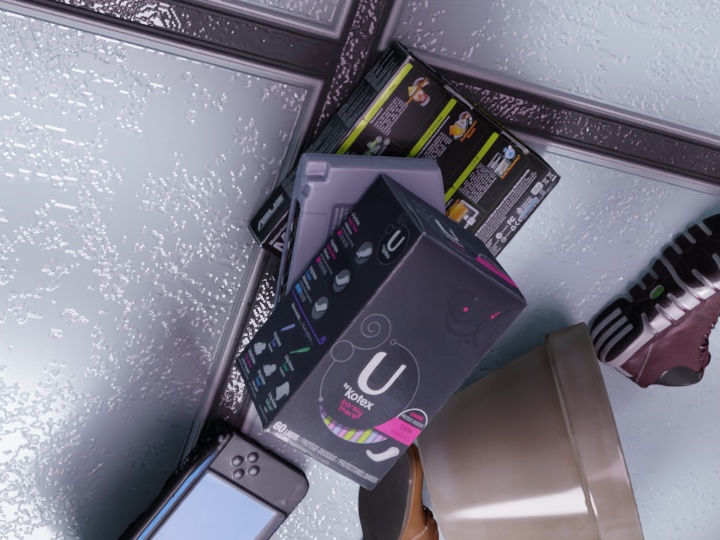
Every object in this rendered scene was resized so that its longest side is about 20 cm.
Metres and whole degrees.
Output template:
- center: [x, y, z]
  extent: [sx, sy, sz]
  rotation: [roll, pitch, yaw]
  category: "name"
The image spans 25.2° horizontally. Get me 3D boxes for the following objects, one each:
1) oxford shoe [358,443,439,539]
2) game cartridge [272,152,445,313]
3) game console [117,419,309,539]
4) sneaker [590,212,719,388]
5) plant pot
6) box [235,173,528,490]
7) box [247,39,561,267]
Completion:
- center: [0.041, 0.231, 1.491]
  extent: [0.071, 0.071, 0.202]
  rotation: [-15, 130, -26]
  category: "oxford shoe"
- center: [0.000, 0.000, 1.320]
  extent: [0.131, 0.041, 0.202]
  rotation: [3, 117, -17]
  category: "game cartridge"
- center: [-0.149, 0.242, 1.389]
  extent: [0.175, 0.117, 0.200]
  rotation: [36, 100, -31]
  category: "game console"
- center: [0.315, 0.035, 1.495]
  extent: [0.199, 0.076, 0.115]
  rotation: [-39, 128, 14]
  category: "sneaker"
- center: [0.145, 0.167, 1.437]
  extent: [0.171, 0.201, 0.202]
  rotation: [-16, 122, 6]
  category: "plant pot"
- center: [0.013, 0.049, 1.269]
  extent: [0.122, 0.106, 0.201]
  rotation: [31, 105, -31]
  category: "box"
- center: [0.039, -0.057, 1.350]
  extent: [0.192, 0.048, 0.201]
  rotation: [33, 101, -29]
  category: "box"
